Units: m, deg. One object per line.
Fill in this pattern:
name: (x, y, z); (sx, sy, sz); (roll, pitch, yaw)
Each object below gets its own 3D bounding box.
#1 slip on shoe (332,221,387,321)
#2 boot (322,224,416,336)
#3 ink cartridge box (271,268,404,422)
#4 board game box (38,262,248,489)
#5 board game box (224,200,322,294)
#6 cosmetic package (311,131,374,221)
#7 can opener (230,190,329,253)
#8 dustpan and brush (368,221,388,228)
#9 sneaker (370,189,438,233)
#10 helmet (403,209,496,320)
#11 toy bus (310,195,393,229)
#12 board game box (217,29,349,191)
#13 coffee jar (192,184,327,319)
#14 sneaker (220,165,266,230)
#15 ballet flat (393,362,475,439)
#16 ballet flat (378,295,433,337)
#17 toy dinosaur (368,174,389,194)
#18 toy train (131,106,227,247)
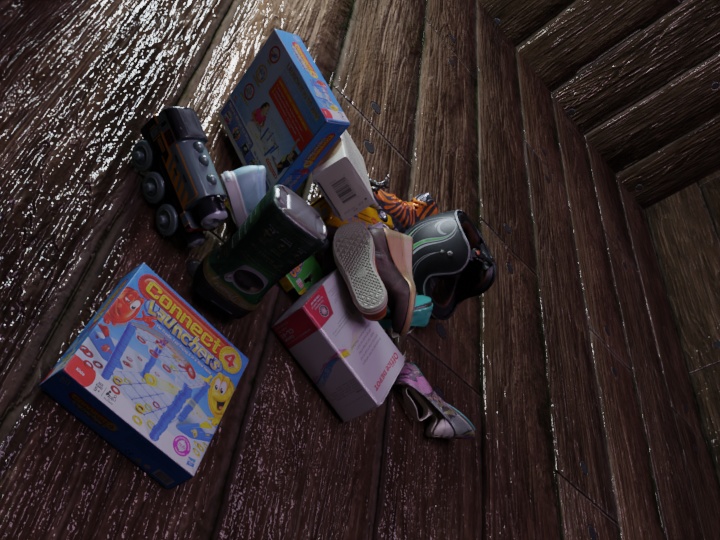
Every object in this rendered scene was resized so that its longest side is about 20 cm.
slip on shoe: (0.000, 0.000, 1.184); (0.062, 0.073, 0.202); (76, -4, -53)
boot: (0.012, 0.016, 1.251); (0.163, 0.073, 0.203); (5, 65, -9)
ink cartridge box: (-0.032, 0.121, 1.163); (0.201, 0.085, 0.148); (55, 31, -7)
board game box: (-0.255, 0.127, 0.880); (0.200, 0.056, 0.197); (46, 35, -20)
board game box: (-0.144, -0.054, 1.204); (0.201, 0.030, 0.096); (53, 33, -5)
cosmetic package: (-0.037, -0.186, 1.273); (0.106, 0.070, 0.201); (55, 12, -28)
can opener: (-0.124, -0.082, 1.168); (0.198, 0.067, 0.054); (17, 52, -39)
dustpan and brush: (0.036, 0.027, 1.344); (0.139, 0.057, 0.203); (-32, 120, -38)
sneaker: (0.090, -0.140, 1.500); (0.200, 0.112, 0.078); (46, 1, -31)
helmet: (0.158, -0.008, 1.429); (0.200, 0.189, 0.201); (46, 25, -28)
toy bus: (-0.016, -0.089, 1.370); (0.198, 0.065, 0.079); (18, 51, -46)
board game box: (-0.134, -0.252, 1.176); (0.055, 0.196, 0.202); (-4, 58, -49)
coffee jar: (-0.148, -0.021, 1.014); (0.104, 0.199, 0.086); (37, 25, -28)
sneaker: (-0.148, -0.069, 1.086); (0.074, 0.081, 0.202); (-121, -166, -49)
ballet flat: (0.128, 0.258, 1.301); (0.200, 0.069, 0.071); (48, 52, -11)
ballet flat: (0.050, 0.094, 1.301); (0.197, 0.067, 0.072); (-7, 110, -31)
toy dinosaur: (0.006, -0.163, 1.377); (0.087, 0.200, 0.048); (-9, 108, -22)
toy train: (-0.260, -0.139, 1.031); (0.085, 0.113, 0.203); (-8, 71, -55)
